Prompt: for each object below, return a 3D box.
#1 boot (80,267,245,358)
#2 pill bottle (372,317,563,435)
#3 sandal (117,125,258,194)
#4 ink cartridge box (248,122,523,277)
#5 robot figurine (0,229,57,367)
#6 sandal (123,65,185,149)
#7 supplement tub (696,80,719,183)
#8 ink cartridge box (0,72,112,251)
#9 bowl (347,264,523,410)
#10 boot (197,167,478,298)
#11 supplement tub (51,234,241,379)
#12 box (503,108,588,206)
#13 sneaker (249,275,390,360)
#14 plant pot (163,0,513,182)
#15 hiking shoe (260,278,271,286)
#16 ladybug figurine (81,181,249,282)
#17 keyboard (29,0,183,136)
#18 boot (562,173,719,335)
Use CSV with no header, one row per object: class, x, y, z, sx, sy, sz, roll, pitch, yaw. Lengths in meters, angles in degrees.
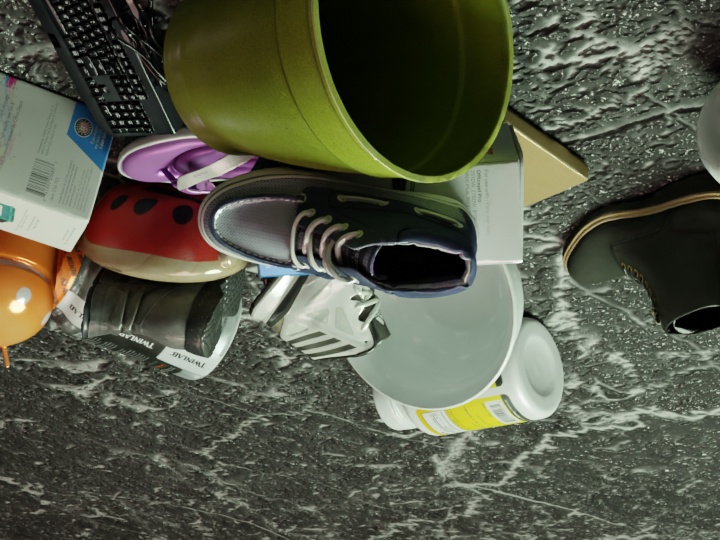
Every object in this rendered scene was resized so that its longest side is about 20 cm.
boot,-0.187,0.014,1.160,0.132,0.200,0.070,10,109,5
pill bottle,0.116,0.124,1.347,0.200,0.113,0.112,-15,144,36
sandal,-0.109,-0.087,1.027,0.202,0.050,0.082,-2,154,0
ink cartridge box,0.024,-0.058,0.931,0.200,0.145,0.084,-3,108,5
robot figurine,-0.341,-0.013,1.123,0.117,0.200,0.144,14,144,-29
sandal,-0.158,-0.123,1.046,0.076,0.043,0.200,17,150,-15
supplement tub,0.358,-0.075,0.919,0.122,0.123,0.200,-19,140,40
ink cartridge box,-0.326,-0.108,1.041,0.200,0.116,0.067,20,148,-19
bowl,0.073,0.022,1.106,0.201,0.201,0.090,-16,-179,37
boot,-0.018,-0.025,0.820,0.200,0.090,0.073,2,108,3
supplement tub,-0.236,0.028,1.256,0.200,0.123,0.123,25,147,-29
box,0.072,-0.103,1.046,0.200,0.021,0.163,28,146,-33
sneaker,0.000,0.000,1.069,0.115,0.076,0.201,39,115,-2
plant pot,-0.031,-0.153,0.834,0.193,0.201,0.200,-3,151,42
hiking shoe,-0.062,-0.022,1.143,0.076,0.101,0.200,-4,148,21
ladybug figurine,-0.181,-0.039,1.123,0.200,0.072,0.136,14,-158,40
keyboard,-0.200,-0.176,0.925,0.104,0.040,0.200,-4,136,19
boot,0.255,0.009,1.079,0.077,0.138,0.200,22,149,-24
